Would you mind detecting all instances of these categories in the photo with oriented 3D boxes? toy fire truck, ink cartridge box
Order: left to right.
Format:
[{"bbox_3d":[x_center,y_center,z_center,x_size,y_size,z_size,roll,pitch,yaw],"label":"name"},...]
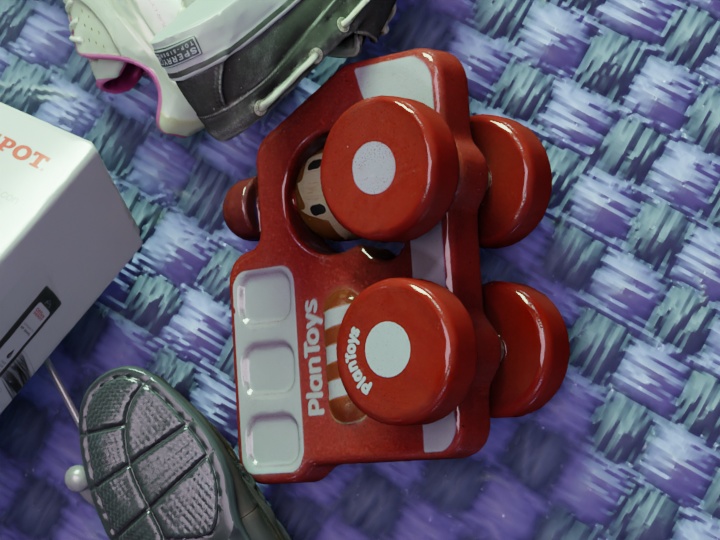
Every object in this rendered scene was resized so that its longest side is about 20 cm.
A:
[{"bbox_3d":[-0.228,0.008,0.879,0.145,0.085,0.200,24,63,28],"label":"ink cartridge box"},{"bbox_3d":[0.000,0.000,0.871,0.167,0.112,0.202,-9,84,35],"label":"toy fire truck"}]

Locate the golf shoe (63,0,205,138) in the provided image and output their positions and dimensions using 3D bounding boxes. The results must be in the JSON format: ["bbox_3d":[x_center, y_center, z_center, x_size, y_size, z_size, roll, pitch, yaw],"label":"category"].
[{"bbox_3d":[-0.133,-0.150,0.932,0.200,0.075,0.092,41,98,16],"label":"golf shoe"}]

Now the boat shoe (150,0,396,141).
[{"bbox_3d":[-0.018,-0.136,0.877,0.200,0.070,0.064,-42,113,-30],"label":"boat shoe"}]

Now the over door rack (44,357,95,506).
[{"bbox_3d":[-0.203,0.114,0.924,0.147,0.067,0.201,-29,78,9],"label":"over door rack"}]

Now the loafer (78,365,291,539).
[{"bbox_3d":[-0.070,0.137,0.883,0.072,0.063,0.201,-36,81,10],"label":"loafer"}]
